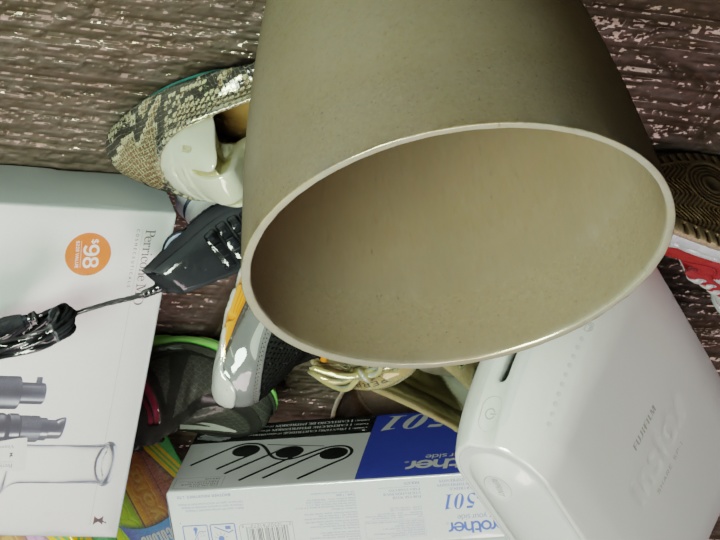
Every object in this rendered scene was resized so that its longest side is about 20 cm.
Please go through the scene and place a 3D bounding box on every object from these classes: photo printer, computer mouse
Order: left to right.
[{"bbox_3d":[-0.117,0.001,1.340,0.199,0.034,0.059,-22,-168,-9],"label":"computer mouse"},{"bbox_3d":[0.132,0.088,1.474,0.069,0.167,0.200,5,142,38],"label":"photo printer"}]

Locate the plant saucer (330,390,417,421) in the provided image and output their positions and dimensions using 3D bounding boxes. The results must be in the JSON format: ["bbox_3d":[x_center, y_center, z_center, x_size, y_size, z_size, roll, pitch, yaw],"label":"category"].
[{"bbox_3d":[0.078,0.066,1.603,0.199,0.035,0.201,-7,147,-5],"label":"plant saucer"}]

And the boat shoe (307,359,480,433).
[{"bbox_3d":[0.023,0.049,1.433,0.073,0.064,0.200,-11,164,28],"label":"boat shoe"}]

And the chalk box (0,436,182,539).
[{"bbox_3d":[-0.149,0.204,1.573,0.124,0.201,0.124,-34,174,33],"label":"chalk box"}]

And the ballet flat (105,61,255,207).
[{"bbox_3d":[-0.039,-0.071,1.311,0.199,0.076,0.068,-20,134,17],"label":"ballet flat"}]

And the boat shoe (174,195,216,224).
[{"bbox_3d":[0.003,-0.026,1.404,0.199,0.067,0.074,-1,147,-14],"label":"boat shoe"}]

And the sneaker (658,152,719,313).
[{"bbox_3d":[0.204,-0.001,1.494,0.199,0.072,0.113,10,140,-31],"label":"sneaker"}]

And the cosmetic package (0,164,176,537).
[{"bbox_3d":[-0.188,0.044,1.399,0.150,0.052,0.201,1,118,-21],"label":"cosmetic package"}]

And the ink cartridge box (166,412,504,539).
[{"bbox_3d":[-0.004,0.121,1.538,0.199,0.094,0.044,-4,110,11],"label":"ink cartridge box"}]

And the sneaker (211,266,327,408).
[{"bbox_3d":[0.000,0.000,1.308,0.077,0.200,0.078,35,149,13],"label":"sneaker"}]

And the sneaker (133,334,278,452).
[{"bbox_3d":[-0.140,0.081,1.517,0.199,0.084,0.077,5,147,-27],"label":"sneaker"}]

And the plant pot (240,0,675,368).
[{"bbox_3d":[0.029,-0.090,1.182,0.186,0.201,0.188,-6,148,-4],"label":"plant pot"}]

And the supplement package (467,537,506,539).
[{"bbox_3d":[0.097,0.179,1.609,0.199,0.157,0.111,-10,149,0],"label":"supplement package"}]
